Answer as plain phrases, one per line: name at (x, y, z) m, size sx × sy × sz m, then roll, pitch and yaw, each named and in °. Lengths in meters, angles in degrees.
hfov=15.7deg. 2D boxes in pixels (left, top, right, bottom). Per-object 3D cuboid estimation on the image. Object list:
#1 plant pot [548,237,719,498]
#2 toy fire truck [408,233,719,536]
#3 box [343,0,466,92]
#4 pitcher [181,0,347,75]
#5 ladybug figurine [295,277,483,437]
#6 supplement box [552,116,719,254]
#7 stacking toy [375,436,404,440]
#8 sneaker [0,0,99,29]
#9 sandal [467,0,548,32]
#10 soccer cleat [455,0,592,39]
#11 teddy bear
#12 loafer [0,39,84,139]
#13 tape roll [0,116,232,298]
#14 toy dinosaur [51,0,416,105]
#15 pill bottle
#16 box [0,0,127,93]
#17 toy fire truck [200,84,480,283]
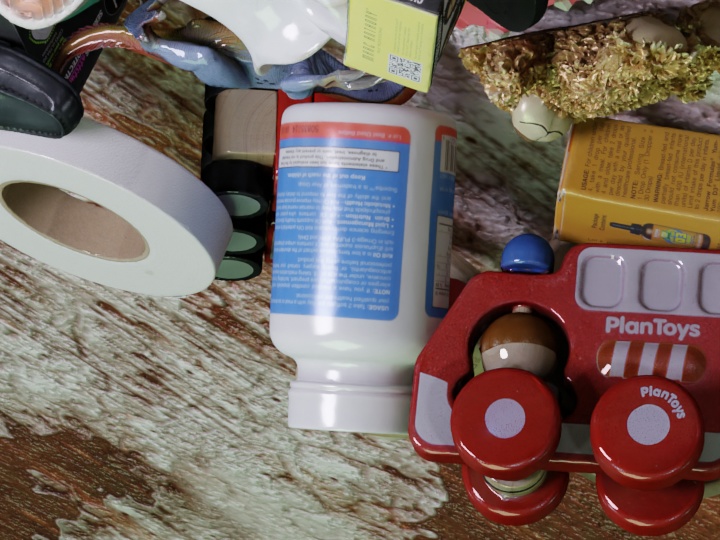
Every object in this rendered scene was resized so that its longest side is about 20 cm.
plant pot at (0.182, 0.053, 1.721) m, size 0.200 × 0.200 × 0.175 m, roll 27°, pitch 169°, yaw -8°
toy fire truck at (0.134, 0.061, 1.570) m, size 0.200 × 0.168 × 0.112 m, roll 4°, pitch 157°, yaw 10°
box at (0.049, -0.194, 1.338) m, size 0.050 × 0.200 × 0.075 m, roll 19°, pitch 151°, yaw 8°
pitcher at (-0.075, -0.196, 1.398) m, size 0.200 × 0.121 × 0.172 m, roll 47°, pitch 170°, yaw -18°
ladybug figurine at (0.033, 0.055, 1.758) m, size 0.136 × 0.072 × 0.200 m, roll 20°, pitch 155°, yaw -21°
supplement box at (0.221, -0.041, 1.598) m, size 0.200 × 0.069 × 0.067 m, roll 8°, pitch 152°, yaw 4°
stacking toy at (0.074, 0.061, 1.922) m, size 0.085 × 0.085 × 0.200 m, roll 36°, pitch 143°, yaw -24°
sneaker at (-0.128, -0.216, 1.528) m, size 0.200 × 0.080 × 0.071 m, roll -33°, pitch 96°, yaw 14°
sandal at (0.024, -0.196, 1.439) m, size 0.200 × 0.045 × 0.075 m, roll 44°, pitch 152°, yaw 31°
soccer cleat at (0.093, -0.182, 1.486) m, size 0.067 × 0.077 × 0.200 m, roll 34°, pitch 166°, yaw -20°
teddy bear at (0.142, -0.113, 1.517) m, size 0.200 × 0.067 × 0.145 m, roll -8°, pitch -175°, yaw 38°
loafer at (-0.267, -0.111, 1.595) m, size 0.200 × 0.070 × 0.068 m, roll 16°, pitch 152°, yaw 12°
tape roll at (-0.180, -0.045, 1.703) m, size 0.203 × 0.037 × 0.203 m, roll 18°, pitch 159°, yaw 7°
toy dinosaur at (-0.055, -0.144, 1.611) m, size 0.181 × 0.105 × 0.200 m, roll 30°, pitch 151°, yaw -34°
pill bottle at (0.000, 0.000, 1.624) m, size 0.112 × 0.200 × 0.112 m, roll 4°, pitch 177°, yaw 0°
box at (-0.251, -0.204, 1.628) m, size 0.148 × 0.124 × 0.200 m, roll 12°, pitch 150°, yaw 21°
toy fire truck at (-0.009, -0.046, 1.761) m, size 0.200 × 0.129 × 0.176 m, roll 3°, pitch 158°, yaw -4°
